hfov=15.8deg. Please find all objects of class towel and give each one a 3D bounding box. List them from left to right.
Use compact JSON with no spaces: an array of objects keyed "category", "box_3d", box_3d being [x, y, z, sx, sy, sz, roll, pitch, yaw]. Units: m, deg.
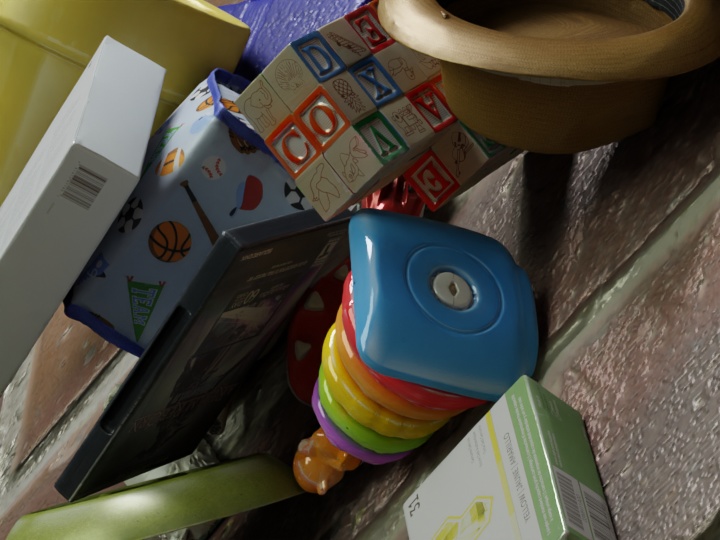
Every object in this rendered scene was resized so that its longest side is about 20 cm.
[{"category":"towel","box_3d":[-0.068,-0.130,1.836,0.199,0.050,0.148,-5,54,44]}]

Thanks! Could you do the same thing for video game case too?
[{"category":"video game case","box_3d":[-0.092,0.047,1.550,0.201,0.019,0.143,-56,-17,23]}]

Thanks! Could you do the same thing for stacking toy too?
[{"category":"stacking toy","box_3d":[0.011,0.069,1.485,0.200,0.109,0.117,125,151,-43]}]

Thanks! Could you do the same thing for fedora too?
[{"category":"fedora","box_3d":[0.108,-0.120,1.447,0.201,0.199,0.082,-98,7,-59]}]

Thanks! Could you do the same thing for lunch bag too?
[{"category":"lunch bag","box_3d":[-0.104,-0.035,1.676,0.170,0.124,0.200,-50,18,6]}]

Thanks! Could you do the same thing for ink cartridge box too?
[{"category":"ink cartridge box","box_3d":[0.047,0.169,1.318,0.200,0.048,0.146,-49,23,20]}]

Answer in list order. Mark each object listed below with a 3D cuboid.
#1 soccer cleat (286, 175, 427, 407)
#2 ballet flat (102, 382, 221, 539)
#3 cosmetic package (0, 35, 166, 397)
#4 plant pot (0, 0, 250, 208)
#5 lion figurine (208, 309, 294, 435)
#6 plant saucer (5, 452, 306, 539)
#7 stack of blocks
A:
[{"category":"soccer cleat","box_3d":[0.000,0.000,1.640,0.085,0.068,0.201,119,169,-69]},{"category":"ballet flat","box_3d":[-0.144,0.129,1.784,0.072,0.072,0.200,-56,21,7]},{"category":"cosmetic package","box_3d":[-0.196,-0.029,1.622,0.200,0.051,0.151,-55,17,27]},{"category":"plant pot","box_3d":[-0.202,-0.123,1.778,0.190,0.200,0.201,-65,20,6]},{"category":"lion figurine","box_3d":[-0.071,0.033,1.765,0.199,0.073,0.123,-30,25,27]},{"category":"plant saucer","box_3d":[-0.129,0.144,1.577,0.200,0.199,0.031,-18,86,60]},{"category":"stack of blocks","box_3d":[0.030,-0.098,1.502,0.059,0.115,0.200,-42,-6,38]}]
